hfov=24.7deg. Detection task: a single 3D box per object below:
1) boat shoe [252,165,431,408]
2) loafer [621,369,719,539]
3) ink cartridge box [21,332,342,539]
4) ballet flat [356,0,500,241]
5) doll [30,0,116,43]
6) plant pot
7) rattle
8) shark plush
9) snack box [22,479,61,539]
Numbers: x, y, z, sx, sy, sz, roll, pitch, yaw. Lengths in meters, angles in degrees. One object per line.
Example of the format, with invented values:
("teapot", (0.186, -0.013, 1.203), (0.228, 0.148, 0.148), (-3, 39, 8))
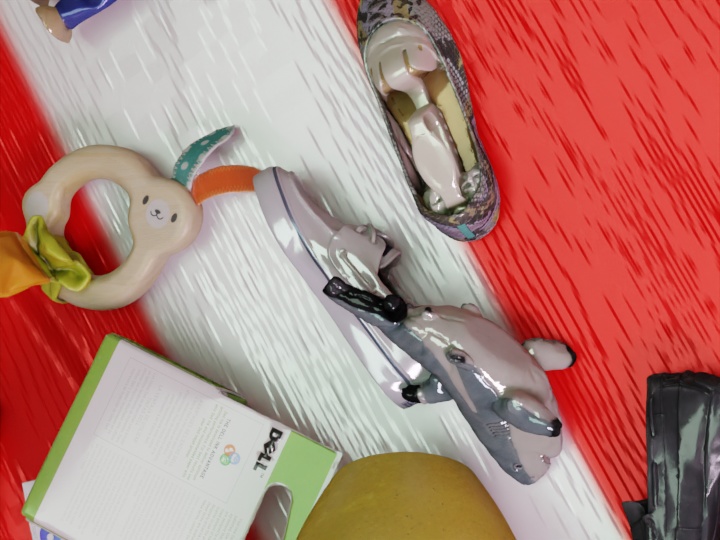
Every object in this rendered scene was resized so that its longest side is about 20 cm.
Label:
("boat shoe", (0.000, 0.000, 1.176), (0.065, 0.074, 0.201), (-36, 88, 11))
("loafer", (0.209, 0.167, 1.094), (0.070, 0.068, 0.203), (6, 86, 28))
("ink cartridge box", (-0.123, 0.157, 1.198), (0.199, 0.076, 0.149), (25, 86, 14))
("ballet flat", (0.044, -0.117, 1.156), (0.072, 0.072, 0.202), (-24, 81, 18))
("doll", (-0.167, -0.258, 1.245), (0.200, 0.048, 0.137), (-40, 67, 9))
("plant pot", (0.031, 0.208, 1.109), (0.198, 0.200, 0.143), (-11, 57, 20))
("rattle", (-0.186, -0.049, 1.207), (0.198, 0.143, 0.131), (-15, 66, 25))
("shark plush", (0.059, 0.074, 1.114), (0.199, 0.091, 0.083), (27, 128, -18))
("snack box", (-0.207, 0.255, 1.266), (0.071, 0.024, 0.202), (-14, 84, 18))
